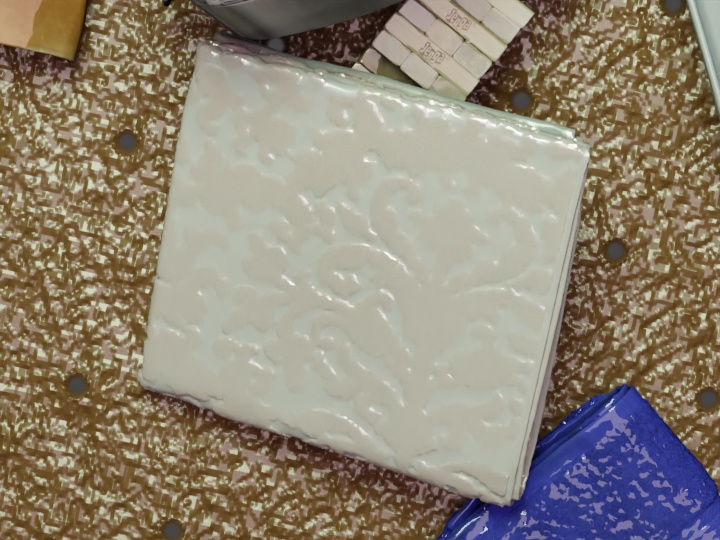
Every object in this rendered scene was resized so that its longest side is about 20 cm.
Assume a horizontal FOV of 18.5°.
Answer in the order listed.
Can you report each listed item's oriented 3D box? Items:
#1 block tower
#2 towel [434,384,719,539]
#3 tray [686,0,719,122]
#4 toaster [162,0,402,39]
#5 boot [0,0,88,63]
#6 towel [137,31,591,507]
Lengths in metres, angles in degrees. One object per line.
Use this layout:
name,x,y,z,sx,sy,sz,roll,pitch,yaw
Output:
block tower,0.062,-0.138,1.056,0.054,0.058,0.200,38,95,-4
towel,0.138,0.171,1.097,0.148,0.050,0.200,-39,95,12
tray,0.181,-0.153,1.042,0.107,0.022,0.201,-27,105,-35
toaster,-0.020,-0.174,0.973,0.199,0.129,0.114,-19,87,9
boot,-0.195,-0.218,1.053,0.188,0.068,0.201,19,98,-14
towel,0.000,0.000,1.044,0.199,0.032,0.192,17,114,14
